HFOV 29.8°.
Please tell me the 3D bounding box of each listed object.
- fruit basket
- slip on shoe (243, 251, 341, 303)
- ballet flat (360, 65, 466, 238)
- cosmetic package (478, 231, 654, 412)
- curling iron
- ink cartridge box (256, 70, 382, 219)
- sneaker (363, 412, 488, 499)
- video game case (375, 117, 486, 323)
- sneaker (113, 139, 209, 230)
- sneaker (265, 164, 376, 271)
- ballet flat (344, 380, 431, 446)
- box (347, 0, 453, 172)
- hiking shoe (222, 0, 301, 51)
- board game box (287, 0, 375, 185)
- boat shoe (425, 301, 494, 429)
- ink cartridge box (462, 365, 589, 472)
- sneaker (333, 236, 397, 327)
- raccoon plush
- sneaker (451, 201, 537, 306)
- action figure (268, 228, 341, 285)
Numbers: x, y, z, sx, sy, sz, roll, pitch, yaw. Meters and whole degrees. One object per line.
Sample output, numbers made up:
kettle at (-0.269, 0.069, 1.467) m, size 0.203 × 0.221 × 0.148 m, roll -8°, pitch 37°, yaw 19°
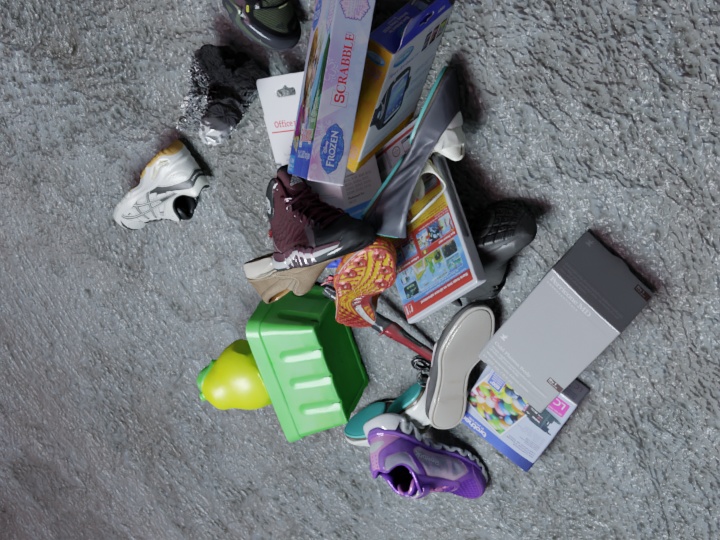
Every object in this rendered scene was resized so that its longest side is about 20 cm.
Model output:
fruit basket at (-0.114, 0.126, 1.838) m, size 0.213 × 0.156 × 0.217 m, roll 12°, pitch 128°, yaw 16°
slip on shoe at (-0.073, -0.002, 1.680) m, size 0.199 × 0.076 × 0.061 m, roll -16°, pitch 95°, yaw 47°
ballet flat at (0.073, -0.122, 1.472) m, size 0.073 × 0.073 × 0.201 m, roll 33°, pitch 104°, yaw 15°
cosmetic package at (0.229, 0.061, 1.524) m, size 0.107 × 0.090 × 0.200 m, roll 42°, pitch 145°, yaw 9°
curling iron at (0.033, 0.083, 1.734) m, size 0.199 × 0.026 × 0.050 m, roll 37°, pitch 114°, yaw -10°
ink cartridge box at (-0.043, -0.138, 1.581) m, size 0.115 × 0.066 × 0.202 m, roll 2°, pitch 110°, yaw 51°
sneaker at (0.084, 0.269, 1.797) m, size 0.199 × 0.089 × 0.080 m, roll 29°, pitch 136°, yaw -26°
video game case at (0.067, -0.057, 1.550) m, size 0.143 × 0.017 × 0.202 m, roll -34°, pitch 70°, yaw 52°
sneaker at (-0.273, -0.092, 1.859) m, size 0.088 × 0.076 × 0.200 m, roll 47°, pitch 143°, yaw -1°
sneaker at (-0.060, -0.066, 1.514) m, size 0.199 × 0.075 × 0.117 m, roll -12°, pitch 95°, yaw 59°
ballet flat at (0.050, 0.209, 1.843) m, size 0.070 × 0.069 × 0.200 m, roll 50°, pitch 140°, yaw -5°
box at (0.034, -0.209, 1.436) m, size 0.041 × 0.119 × 0.201 m, roll 34°, pitch 140°, yaw 14°
hiking shoe at (-0.111, -0.337, 1.492) m, size 0.100 × 0.076 × 0.201 m, roll -5°, pitch 119°, yaw 49°
board game box at (-0.032, -0.193, 1.405) m, size 0.041 × 0.202 × 0.200 m, roll 9°, pitch -176°, yaw -10°
boat shoe at (0.115, 0.108, 1.680) m, size 0.057 × 0.066 × 0.201 m, roll -112°, pitch 28°, yaw -48°
ink cartridge box at (0.194, 0.175, 1.695) m, size 0.119 × 0.042 × 0.201 m, roll 38°, pitch 143°, yaw 11°
sneaker at (0.000, 0.000, 1.600) m, size 0.072 × 0.078 × 0.200 m, roll 8°, pitch 156°, yaw -9°
raccoon plush at (-0.190, -0.181, 1.622) m, size 0.096 × 0.201 × 0.134 m, roll 30°, pitch 128°, yaw -2°
sneaker at (0.145, -0.015, 1.558) m, size 0.091 × 0.076 × 0.199 m, roll 43°, pitch 148°, yaw -14°
action figure at (-0.030, -0.020, 1.725) m, size 0.198 × 0.052 × 0.066 m, roll 9°, pitch 124°, yaw 35°
